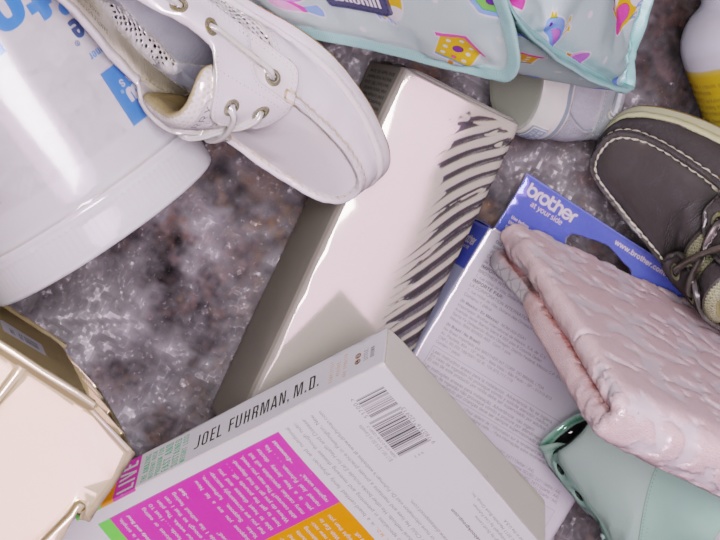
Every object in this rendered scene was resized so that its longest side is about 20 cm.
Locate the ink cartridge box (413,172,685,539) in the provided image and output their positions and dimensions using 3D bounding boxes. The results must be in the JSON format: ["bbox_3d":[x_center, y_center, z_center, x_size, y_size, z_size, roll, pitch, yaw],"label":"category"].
[{"bbox_3d":[0.075,0.062,1.093,0.119,0.042,0.201,31,93,-15],"label":"ink cartridge box"}]

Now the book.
[{"bbox_3d":[-0.030,0.120,1.011,0.199,0.048,0.134,-27,121,25],"label":"book"}]

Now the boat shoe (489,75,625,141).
[{"bbox_3d":[0.117,-0.164,1.067,0.071,0.070,0.202,7,94,-32],"label":"boat shoe"}]

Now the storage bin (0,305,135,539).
[{"bbox_3d":[-0.212,0.045,0.957,0.198,0.200,0.094,35,88,-13],"label":"storage bin"}]

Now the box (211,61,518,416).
[{"bbox_3d":[0.000,0.000,1.052,0.068,0.082,0.201,24,93,-14],"label":"box"}]

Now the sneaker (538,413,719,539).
[{"bbox_3d":[0.139,0.131,1.077,0.118,0.201,0.074,41,55,18],"label":"sneaker"}]

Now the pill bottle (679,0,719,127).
[{"bbox_3d":[0.228,-0.090,1.067,0.111,0.112,0.201,-24,101,-7],"label":"pill bottle"}]

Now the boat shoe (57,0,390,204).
[{"bbox_3d":[-0.070,-0.087,0.941,0.200,0.071,0.070,41,46,-23],"label":"boat shoe"}]

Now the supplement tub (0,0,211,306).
[{"bbox_3d":[-0.174,-0.100,0.981,0.132,0.132,0.201,-35,102,-5],"label":"supplement tub"}]

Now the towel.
[{"bbox_3d":[0.166,0.060,0.996,0.199,0.191,0.032,23,108,-23],"label":"towel"}]

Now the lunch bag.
[{"bbox_3d":[0.029,-0.154,0.950,0.169,0.200,0.123,17,95,28],"label":"lunch bag"}]

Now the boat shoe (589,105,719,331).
[{"bbox_3d":[0.187,-0.002,1.021,0.201,0.066,0.072,42,130,11],"label":"boat shoe"}]
